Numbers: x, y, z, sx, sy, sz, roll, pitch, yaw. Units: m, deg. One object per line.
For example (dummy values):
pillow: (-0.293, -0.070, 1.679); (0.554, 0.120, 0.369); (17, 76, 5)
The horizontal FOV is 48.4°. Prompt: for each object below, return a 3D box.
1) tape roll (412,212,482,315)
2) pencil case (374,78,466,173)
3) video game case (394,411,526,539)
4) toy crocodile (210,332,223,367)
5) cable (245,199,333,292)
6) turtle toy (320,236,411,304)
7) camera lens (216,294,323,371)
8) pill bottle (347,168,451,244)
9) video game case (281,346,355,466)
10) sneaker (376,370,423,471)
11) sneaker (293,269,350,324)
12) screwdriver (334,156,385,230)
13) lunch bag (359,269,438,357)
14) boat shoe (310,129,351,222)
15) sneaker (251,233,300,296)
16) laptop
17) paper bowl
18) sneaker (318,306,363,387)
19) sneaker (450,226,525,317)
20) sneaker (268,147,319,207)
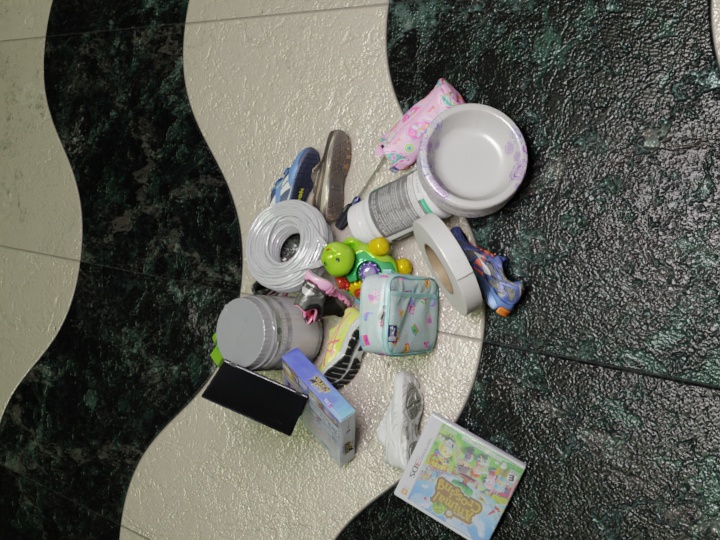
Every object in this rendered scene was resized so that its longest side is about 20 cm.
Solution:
tape roll: (0.160, -0.011, 1.484); (0.037, 0.203, 0.204); (-28, 66, -5)
pencil case: (0.120, -0.288, 1.600); (0.200, 0.087, 0.088); (-40, 64, 26)
video game case: (0.184, 0.393, 1.502); (0.199, 0.022, 0.183); (27, 103, 17)
toy crocodile: (-0.296, 0.147, 1.895); (0.068, 0.061, 0.201); (45, 117, 30)
cable: (-0.153, -0.053, 1.714); (0.199, 0.069, 0.201); (-28, 61, 19)
turtle toy: (0.000, 0.000, 1.605); (0.145, 0.200, 0.102); (-18, 45, 38)
camera lens: (-0.189, 0.134, 1.723); (0.159, 0.199, 0.162); (-3, 84, 36)
pill bottle: (0.078, -0.123, 1.599); (0.199, 0.113, 0.114); (-23, 73, 32)
video game case: (-0.086, 0.284, 1.669); (0.200, 0.045, 0.182); (43, 152, 30)
sneaker: (0.069, 0.300, 1.597); (0.099, 0.078, 0.202); (-3, 83, 40)
sneaker: (-0.085, 0.070, 1.650); (0.079, 0.200, 0.096); (26, 81, 24)
screwdriver: (0.007, -0.169, 1.714); (0.028, 0.029, 0.201); (47, 109, 30)
lunch bag: (0.077, 0.080, 1.529); (0.077, 0.199, 0.162); (5, 90, 34)
boat shoe: (-0.075, -0.208, 1.745); (0.073, 0.074, 0.202); (10, 91, 36)
sneaker: (-0.178, -0.013, 1.797); (0.080, 0.086, 0.201); (35, 106, 31)
laptop: (-0.214, 0.273, 1.614); (0.186, 0.200, 0.117); (24, 61, 1)
paper bowl: (0.204, -0.198, 1.486); (0.198, 0.104, 0.203); (0, 78, 0)
sneaker: (-0.041, 0.165, 1.698); (0.201, 0.078, 0.090); (-57, 43, 18)
sneaker: (0.238, -0.008, 1.508); (0.078, 0.075, 0.201); (-40, 68, 12)
sneaker: (-0.158, -0.190, 1.807); (0.082, 0.074, 0.201); (34, 105, 35)
